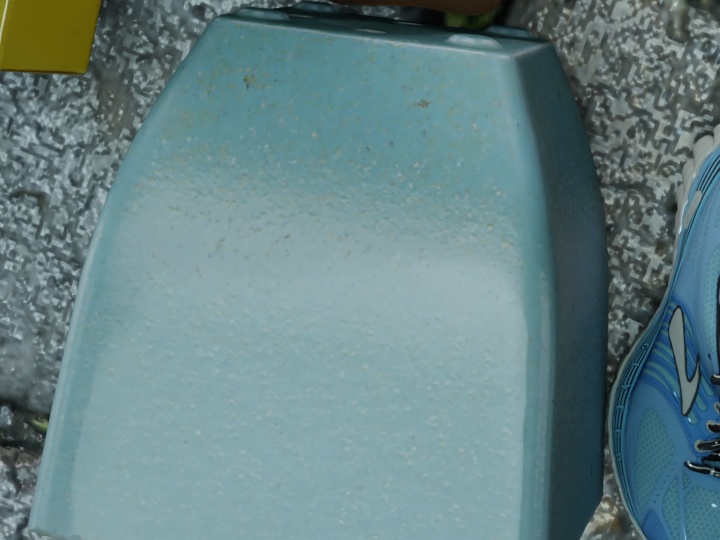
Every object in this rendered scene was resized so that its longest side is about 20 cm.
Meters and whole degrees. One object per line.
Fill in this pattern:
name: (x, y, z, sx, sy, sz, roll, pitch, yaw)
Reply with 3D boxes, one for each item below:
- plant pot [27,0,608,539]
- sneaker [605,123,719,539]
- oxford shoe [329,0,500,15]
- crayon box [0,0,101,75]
plant pot: (0.000, 0.000, 0.873, 0.195, 0.196, 0.201, 8, 100, 12)
sneaker: (0.146, 0.042, 0.879, 0.078, 0.090, 0.200, 3, 115, -4)
oxford shoe: (-0.032, -0.143, 0.908, 0.200, 0.071, 0.071, 19, 146, 19)
crayon box: (-0.153, -0.163, 0.907, 0.127, 0.051, 0.200, 30, 113, 40)
